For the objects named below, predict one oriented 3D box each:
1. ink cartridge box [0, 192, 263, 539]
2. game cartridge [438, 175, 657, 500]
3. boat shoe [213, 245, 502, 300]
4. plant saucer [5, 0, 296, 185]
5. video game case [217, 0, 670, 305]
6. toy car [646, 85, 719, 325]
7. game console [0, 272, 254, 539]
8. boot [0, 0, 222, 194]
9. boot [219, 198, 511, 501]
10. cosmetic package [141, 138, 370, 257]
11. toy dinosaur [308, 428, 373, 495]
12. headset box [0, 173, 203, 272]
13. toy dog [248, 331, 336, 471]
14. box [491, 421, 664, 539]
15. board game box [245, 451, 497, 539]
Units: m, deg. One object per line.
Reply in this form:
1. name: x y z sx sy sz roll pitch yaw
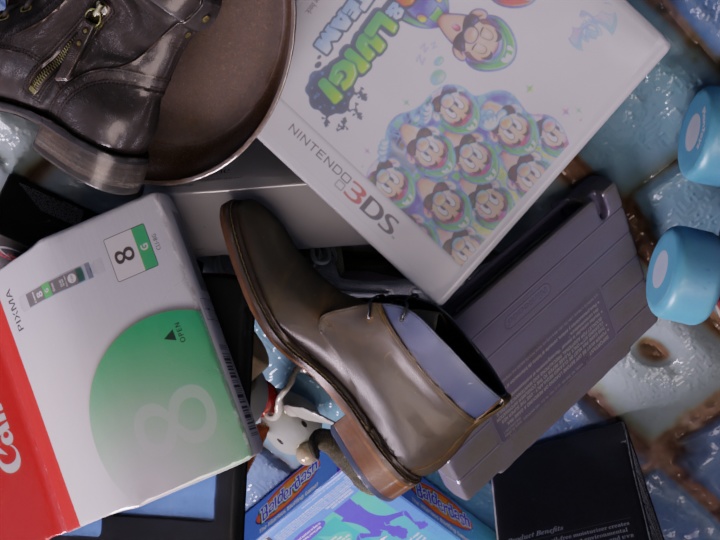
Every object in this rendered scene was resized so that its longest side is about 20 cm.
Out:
1. ink cartridge box: -0.174 0.067 0.667 0.197 0.050 0.163 -22 84 1
2. game cartridge: 0.113 0.045 0.772 0.199 0.038 0.131 -39 127 -19
3. boat shoe: 0.001 0.001 0.779 0.198 0.075 0.066 11 117 -13
4. plant saucer: -0.117 -0.151 0.653 0.197 0.032 0.204 7 106 25
5. video game case: 0.045 -0.114 0.663 0.182 0.024 0.200 42 98 0
6. toy car: 0.293 -0.017 0.673 0.181 0.200 0.180 12 97 -4
7. game console: -0.153 0.101 0.697 0.174 0.031 0.204 2 87 11
8. boot: -0.152 -0.157 0.624 0.198 0.069 0.176 32 109 14
9. boot: 0.003 0.026 0.672 0.096 0.075 0.202 -33 92 18
10. cosmetic package: -0.034 -0.056 0.733 0.196 0.083 0.051 -4 121 1
11. toy dinosaur: 0.022 0.107 0.778 0.076 0.200 0.104 -1 102 13
12. headset box: -0.219 0.057 0.804 0.147 0.078 0.201 26 117 -17
13. toy dog: -0.070 0.103 0.778 0.198 0.097 0.132 10 132 -47
14. box: 0.185 0.266 0.876 0.121 0.200 0.202 -16 122 13
15. board game box: 0.012 0.234 0.943 0.152 0.045 0.199 -40 115 21
